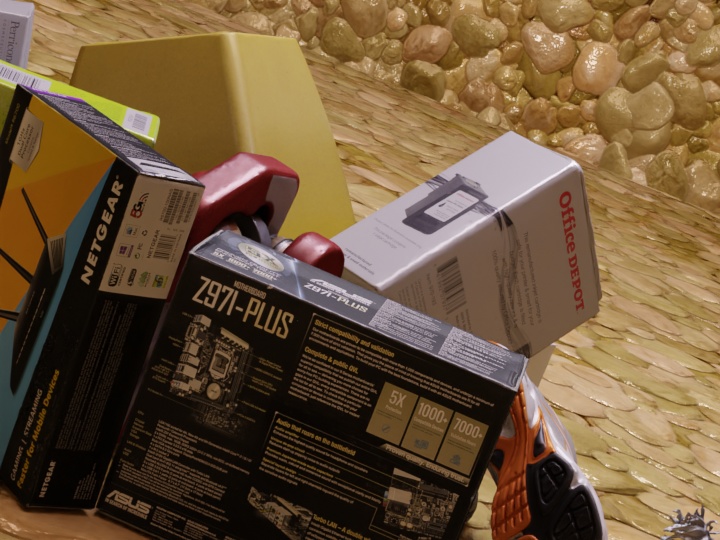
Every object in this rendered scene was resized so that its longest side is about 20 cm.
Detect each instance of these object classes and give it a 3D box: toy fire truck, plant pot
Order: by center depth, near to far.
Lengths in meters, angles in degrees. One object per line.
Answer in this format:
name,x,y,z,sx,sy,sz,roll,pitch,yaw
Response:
toy fire truck,-0.108,0.022,1.202,0.112,0.201,0.168,30,10,18
plant pot,-0.130,-0.095,1.534,0.199,0.178,0.200,-2,4,22

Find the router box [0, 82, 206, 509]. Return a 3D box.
router box,-0.174,0.014,1.105,0.051,0.201,0.149,9,16,-41

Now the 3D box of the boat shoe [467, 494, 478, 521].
boat shoe,0.015,0.123,1.259,0.075,0.072,0.199,29,14,32

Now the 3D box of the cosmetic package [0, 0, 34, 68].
cosmetic package,-0.405,-0.204,1.778,0.198,0.114,0.081,8,14,-6

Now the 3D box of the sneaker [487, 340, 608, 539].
sneaker,0.121,0.140,1.251,0.092,0.075,0.201,33,32,-55

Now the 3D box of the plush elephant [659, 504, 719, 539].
plush elephant,0.339,0.165,1.431,0.199,0.156,0.165,21,12,-5

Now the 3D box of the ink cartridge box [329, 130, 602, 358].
ink cartridge box,0.079,0.007,1.477,0.199,0.146,0.083,-31,39,-24

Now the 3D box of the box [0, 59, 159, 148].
box,-0.214,-0.021,1.207,0.121,0.201,0.048,20,22,-9

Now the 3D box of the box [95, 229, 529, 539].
box,-0.027,0.093,1.107,0.199,0.165,0.086,22,13,5

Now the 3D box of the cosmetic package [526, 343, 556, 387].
cosmetic package,0.057,0.054,1.602,0.199,0.083,0.051,29,15,27
